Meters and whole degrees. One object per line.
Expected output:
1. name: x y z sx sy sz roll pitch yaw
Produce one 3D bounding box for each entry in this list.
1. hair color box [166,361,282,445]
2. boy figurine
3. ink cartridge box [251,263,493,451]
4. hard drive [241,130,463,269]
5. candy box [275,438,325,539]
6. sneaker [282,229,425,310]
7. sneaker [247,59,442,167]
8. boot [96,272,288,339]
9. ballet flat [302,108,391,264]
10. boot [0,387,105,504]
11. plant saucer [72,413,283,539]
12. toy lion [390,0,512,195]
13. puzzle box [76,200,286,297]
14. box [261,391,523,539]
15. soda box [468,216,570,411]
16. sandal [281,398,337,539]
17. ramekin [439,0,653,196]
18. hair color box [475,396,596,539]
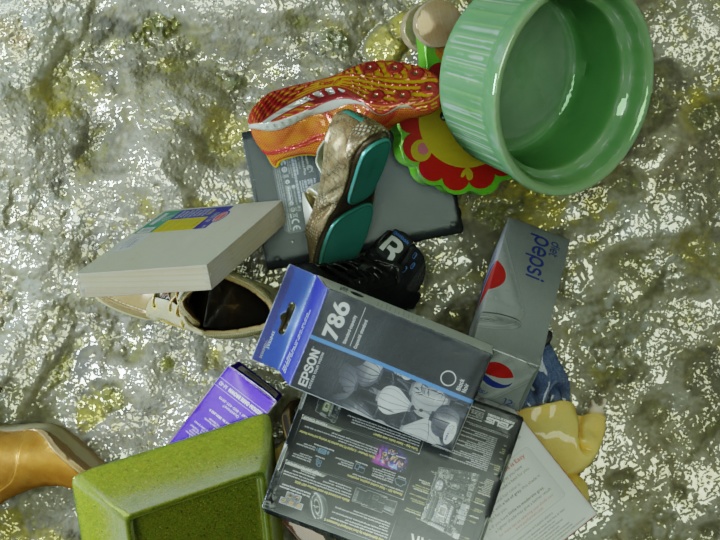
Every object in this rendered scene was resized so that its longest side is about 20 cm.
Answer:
1. hair color box: -0.161 0.185 1.659 0.065 0.109 0.200 36 89 1
2. boy figurine: 0.187 0.160 1.680 0.124 0.064 0.200 -18 90 0
3. ink cartridge box: 0.009 0.077 1.515 0.200 0.039 0.100 21 101 1
4. hard drive: -0.007 -0.088 1.700 0.200 0.033 0.140 -11 89 0
5. candy box: -0.003 0.180 1.685 0.200 0.056 0.117 -42 90 1
6. sneaker: 0.000 0.000 1.626 0.073 0.200 0.112 33 86 25
7. sneaker: -0.008 -0.149 1.633 0.200 0.073 0.077 -9 133 25
8. boot: -0.171 0.024 1.638 0.200 0.155 0.073 15 90 1
9. ballet flat: -0.020 -0.076 1.622 0.070 0.200 0.065 -23 58 -37
10. boot: -0.352 0.209 1.688 0.201 0.071 0.144 35 96 4
11. plant saucer: -0.155 0.255 1.589 0.199 0.048 0.200 -16 119 -24
12. toy lion: 0.124 -0.172 1.671 0.200 0.069 0.192 -9 96 -14
13. puzzle box: -0.163 -0.022 1.605 0.133 0.200 0.025 -4 107 20
14. box: 0.030 0.177 1.558 0.200 0.044 0.161 18 77 5
15. soda box: 0.145 0.038 1.619 0.068 0.200 0.064 21 130 1
16. sandal: -0.037 0.222 1.630 0.055 0.082 0.200 -20 97 22
17. ramekin: 0.168 -0.177 1.581 0.200 0.098 0.200 -14 113 -35
18. hair color box: 0.115 0.186 1.610 0.111 0.064 0.200 -36 80 -9
